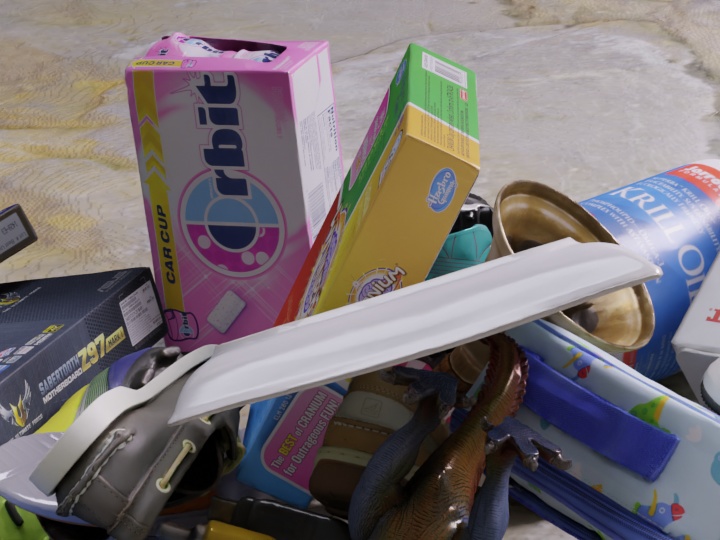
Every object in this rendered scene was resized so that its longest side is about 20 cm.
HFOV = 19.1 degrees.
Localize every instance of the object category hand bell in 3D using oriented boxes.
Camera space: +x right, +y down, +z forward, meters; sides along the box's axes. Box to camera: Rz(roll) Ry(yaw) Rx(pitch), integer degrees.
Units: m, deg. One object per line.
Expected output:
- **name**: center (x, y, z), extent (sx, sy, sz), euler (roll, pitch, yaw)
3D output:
- **hand bell**: center (0.045, 0.056, 1.097), extent (0.200, 0.104, 0.104), euler (-44, 3, 30)

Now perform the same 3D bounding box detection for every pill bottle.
- **pill bottle**: center (0.183, -0.001, 1.246), extent (0.199, 0.113, 0.112), euler (-20, 24, -31)

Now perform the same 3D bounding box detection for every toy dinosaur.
- **toy dinosaur**: center (0.027, 0.141, 0.878), extent (0.104, 0.183, 0.200), euler (25, 21, 21)

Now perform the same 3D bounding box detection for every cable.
- **cable**: center (0.001, 0.151, 1.039), extent (0.198, 0.051, 0.097), euler (16, -11, 15)

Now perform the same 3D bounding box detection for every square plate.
- **square plate**: center (0.015, 0.022, 0.899), extent (0.197, 0.029, 0.200), euler (-17, -1, -2)

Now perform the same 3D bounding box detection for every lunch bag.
- **lunch bag**: center (0.140, 0.099, 0.948), extent (0.083, 0.160, 0.200), euler (-57, 37, -3)

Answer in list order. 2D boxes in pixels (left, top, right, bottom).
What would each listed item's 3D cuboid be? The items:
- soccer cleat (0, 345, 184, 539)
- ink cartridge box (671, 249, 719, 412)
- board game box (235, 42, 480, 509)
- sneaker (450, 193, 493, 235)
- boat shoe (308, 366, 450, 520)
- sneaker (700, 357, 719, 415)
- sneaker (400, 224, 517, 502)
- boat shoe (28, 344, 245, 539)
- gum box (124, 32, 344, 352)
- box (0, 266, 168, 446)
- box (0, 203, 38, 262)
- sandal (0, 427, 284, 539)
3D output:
- **soccer cleat**: center (-0.162, 0.110, 1.188), extent (0.083, 0.065, 0.200), euler (-30, 7, 42)
- **ink cartridge box**: center (0.275, 0.000, 1.144), extent (0.146, 0.083, 0.201), euler (10, 56, 38)
- **board game box**: center (0.000, 0.000, 1.091), extent (0.040, 0.201, 0.153), euler (24, 20, -7)
- **sneaker**: center (0.004, -0.022, 1.440), extent (0.198, 0.067, 0.091), euler (-4, 18, 1)
- **boat shoe**: center (0.021, 0.085, 1.023), extent (0.071, 0.077, 0.200), euler (11, -11, 5)
- **sneaker**: center (0.260, 0.059, 0.994), extent (0.199, 0.116, 0.075), euler (34, 6, 32)
- **sneaker**: center (0.062, 0.040, 1.174), extent (0.083, 0.122, 0.200), euler (-16, 23, -21)
- **boat shoe**: center (-0.093, 0.086, 1.038), extent (0.060, 0.072, 0.202), euler (41, 16, 7)
- **gum box**: center (-0.073, -0.050, 1.340), extent (0.113, 0.202, 0.066), euler (3, 23, 22)
- **box**: center (-0.232, 0.061, 1.301), extent (0.157, 0.051, 0.200), euler (-7, 19, 29)
- **box**: center (-0.308, 0.017, 1.409), extent (0.121, 0.033, 0.199), euler (-37, 12, -38)
- **sandal**: center (-0.102, 0.125, 1.117), extent (0.206, 0.060, 0.079), euler (2, 25, -41)
